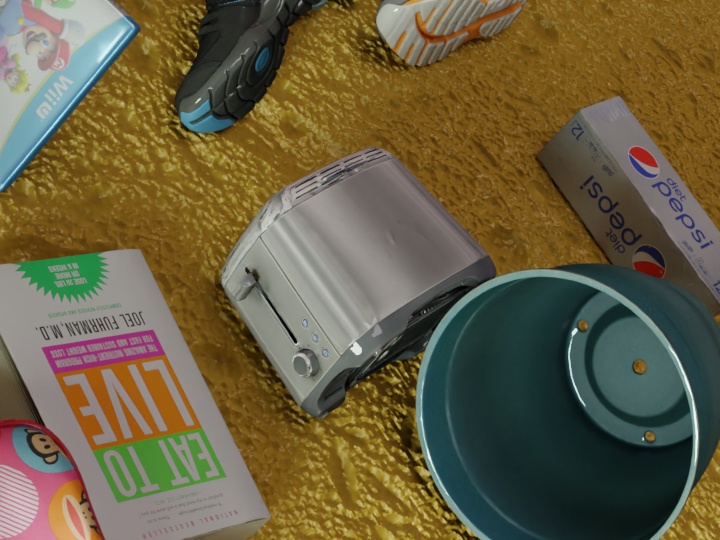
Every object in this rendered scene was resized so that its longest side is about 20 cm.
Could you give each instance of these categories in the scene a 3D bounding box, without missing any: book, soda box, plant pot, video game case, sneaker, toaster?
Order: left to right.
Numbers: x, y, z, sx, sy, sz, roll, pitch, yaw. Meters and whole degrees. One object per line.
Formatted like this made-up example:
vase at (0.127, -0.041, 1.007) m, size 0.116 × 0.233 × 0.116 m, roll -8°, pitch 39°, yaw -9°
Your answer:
video game case at (-0.259, -0.170, 1.028) m, size 0.200 × 0.143 × 0.018 m, roll 43°, pitch 11°, yaw -1°
book at (-0.152, 0.084, 0.980) m, size 0.133 × 0.048 × 0.201 m, roll -9°, pitch 62°, yaw -45°
sneaker at (-0.091, -0.188, 1.199) m, size 0.081 × 0.073 × 0.201 m, roll 26°, pitch 63°, yaw 10°
toaster at (0.000, 0.000, 1.103) m, size 0.129 × 0.114 × 0.199 m, roll 50°, pitch 45°, yaw 10°
sneaker at (0.068, -0.233, 1.366) m, size 0.077 × 0.078 × 0.199 m, roll 47°, pitch 36°, yaw 14°
plant pot at (0.167, 0.082, 1.119) m, size 0.201 × 0.200 × 0.187 m, roll 53°, pitch 30°, yaw 10°
soda box at (0.238, -0.044, 1.345) m, size 0.063 × 0.068 × 0.201 m, roll -22°, pitch 73°, yaw -43°

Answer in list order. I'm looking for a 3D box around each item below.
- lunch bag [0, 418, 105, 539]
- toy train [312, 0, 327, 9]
lunch bag at (-0.208, 0.185, 0.828) m, size 0.175 × 0.082 × 0.201 m, roll -10°, pitch 65°, yaw -40°
toy train at (-0.026, -0.287, 1.332) m, size 0.114 × 0.086 × 0.199 m, roll 44°, pitch 44°, yaw 20°
